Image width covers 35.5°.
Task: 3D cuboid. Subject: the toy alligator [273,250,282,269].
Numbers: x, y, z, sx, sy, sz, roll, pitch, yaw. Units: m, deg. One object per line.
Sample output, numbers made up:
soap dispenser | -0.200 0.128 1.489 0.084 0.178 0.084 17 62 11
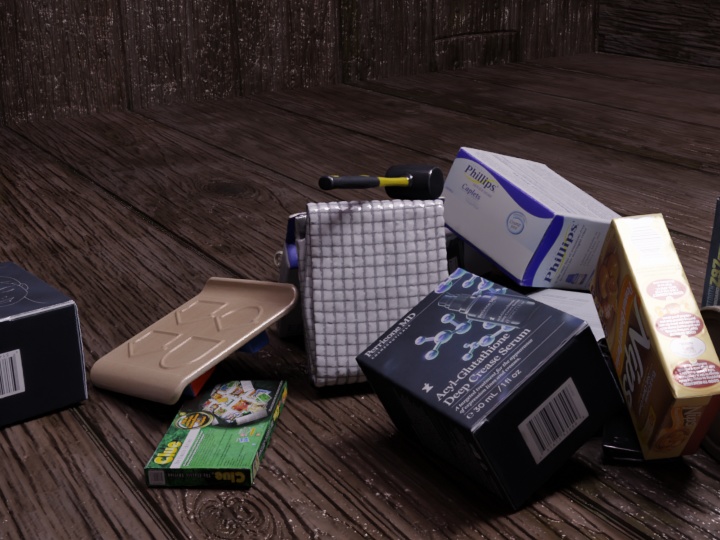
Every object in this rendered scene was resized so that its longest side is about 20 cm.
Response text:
toy alligator | -0.062 0.008 1.532 0.199 0.060 0.054 13 23 39

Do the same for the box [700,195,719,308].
box | 0.449 -0.001 1.274 0.157 0.202 0.051 -20 30 -41

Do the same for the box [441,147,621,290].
box | 0.230 -0.066 1.493 0.199 0.106 0.184 5 27 -46

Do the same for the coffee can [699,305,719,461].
coffee can | 0.427 0.096 1.066 0.198 0.148 0.146 -6 18 -12

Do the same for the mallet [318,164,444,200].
mallet | 0.011 -0.097 1.235 0.065 0.042 0.199 4 6 41

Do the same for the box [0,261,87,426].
box | -0.434 0.086 1.235 0.199 0.125 0.196 -15 24 -33

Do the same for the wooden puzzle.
wooden puzzle | -0.183 0.083 1.269 0.184 0.047 0.200 3 35 48

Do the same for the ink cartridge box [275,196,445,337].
ink cartridge box | 0.000 0.000 1.359 0.198 0.201 0.041 -8 54 -15

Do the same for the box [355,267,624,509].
box | 0.118 0.104 1.061 0.148 0.107 0.200 -40 31 -16

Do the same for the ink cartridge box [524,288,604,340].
ink cartridge box | 0.227 0.072 1.310 0.199 0.044 0.195 -20 19 -39

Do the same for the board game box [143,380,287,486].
board game box | -0.141 0.161 1.137 0.104 0.024 0.200 1 18 7

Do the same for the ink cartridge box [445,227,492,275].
ink cartridge box | 0.075 -0.026 1.578 0.144 0.085 0.199 13 23 37

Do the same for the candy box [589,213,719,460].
candy box | 0.275 0.060 1.057 0.055 0.116 0.201 -5 54 -6

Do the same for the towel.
towel | 0.012 0.021 1.258 0.164 0.202 0.086 -5 2 -8

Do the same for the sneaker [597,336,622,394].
sneaker | 0.260 0.086 1.157 0.199 0.083 0.073 -17 31 -41

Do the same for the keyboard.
keyboard | 0.265 0.144 1.149 0.126 0.021 0.200 8 19 14
